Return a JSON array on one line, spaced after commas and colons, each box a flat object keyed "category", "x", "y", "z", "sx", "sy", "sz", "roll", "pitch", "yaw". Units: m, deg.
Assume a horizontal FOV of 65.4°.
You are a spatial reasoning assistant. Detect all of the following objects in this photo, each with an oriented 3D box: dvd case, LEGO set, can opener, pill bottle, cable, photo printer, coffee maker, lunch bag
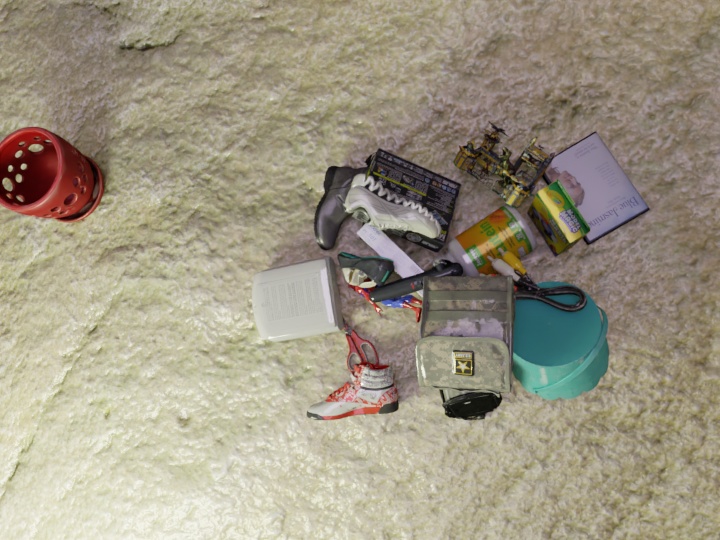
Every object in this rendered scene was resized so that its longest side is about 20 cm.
[{"category": "dvd case", "x": 0.487, "y": -0.174, "z": 1.181, "sx": 0.142, "sy": 0.018, "sz": 0.201, "roll": -31, "pitch": 79, "yaw": 6}, {"category": "LEGO set", "x": 0.302, "y": -0.233, "z": 1.152, "sx": 0.200, "sy": 0.153, "sz": 0.116, "roll": 45, "pitch": 127, "yaw": 23}, {"category": "can opener", "x": 0.111, "y": 0.028, "z": 1.111, "sx": 0.199, "sy": 0.063, "sz": 0.079, "roll": -14, "pitch": 88, "yaw": 12}, {"category": "pill bottle", "x": 0.251, "y": -0.039, "z": 1.164, "sx": 0.199, "sy": 0.111, "sz": 0.111, "roll": -33, "pitch": 78, "yaw": 6}, {"category": "cable", "x": 0.313, "y": 0.033, "z": 1.044, "sx": 0.200, "sy": 0.050, "sz": 0.097, "roll": 30, "pitch": 80, "yaw": 39}, {"category": "photo printer", "x": -0.146, "y": 0.068, "z": 1.247, "sx": 0.199, "sy": 0.069, "sz": 0.167, "roll": -12, "pitch": 81, "yaw": 15}, {"category": "coffee maker", "x": 0.197, "y": 0.186, "z": 1.134, "sx": 0.134, "sy": 0.192, "sz": 0.201, "roll": -5, "pitch": 60, "yaw": -9}, {"category": "lunch bag", "x": 0.189, "y": 0.117, "z": 0.995, "sx": 0.163, "sy": 0.118, "sz": 0.201, "roll": 0, "pitch": 69, "yaw": 19}]

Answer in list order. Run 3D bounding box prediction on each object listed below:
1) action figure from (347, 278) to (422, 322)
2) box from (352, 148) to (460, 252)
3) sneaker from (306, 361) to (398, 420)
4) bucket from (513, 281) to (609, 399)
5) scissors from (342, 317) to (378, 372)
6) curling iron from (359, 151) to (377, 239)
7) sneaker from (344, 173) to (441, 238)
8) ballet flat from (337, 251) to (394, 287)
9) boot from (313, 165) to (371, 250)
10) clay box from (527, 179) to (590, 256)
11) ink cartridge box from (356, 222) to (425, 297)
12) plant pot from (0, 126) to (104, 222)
[{"category": "action figure", "x": 0.053, "y": 0.060, "z": 1.208, "sx": 0.199, "sy": 0.065, "sz": 0.052, "roll": 24, "pitch": 123, "yaw": 31}, {"category": "box", "x": 0.100, "y": -0.148, "z": 1.182, "sx": 0.199, "sy": 0.044, "sz": 0.161, "roll": 22, "pitch": 65, "yaw": -8}, {"category": "sneaker", "x": -0.022, "y": 0.255, "z": 1.201, "sx": 0.200, "sy": 0.067, "sz": 0.109, "roll": -7, "pitch": 91, "yaw": 5}, {"category": "bucket", "x": 0.370, "y": 0.129, "z": 1.070, "sx": 0.206, "sy": 0.135, "sz": 0.208, "roll": -13, "pitch": 54, "yaw": 19}, {"category": "scissors", "x": -0.021, "y": 0.133, "z": 1.250, "sx": 0.073, "sy": 0.014, "sz": 0.201, "roll": -23, "pitch": 79, "yaw": 10}, {"category": "curling iron", "x": 0.023, "y": -0.169, "z": 1.271, "sx": 0.049, "sy": 0.026, "sz": 0.201, "roll": 8, "pitch": 90, "yaw": 33}, {"category": "sneaker", "x": 0.062, "y": -0.108, "z": 1.097, "sx": 0.199, "sy": 0.075, "sz": 0.081, "roll": 28, "pitch": 76, "yaw": 1}, {"category": "ballet flat", "x": 0.000, "y": 0.000, "z": 1.182, "sx": 0.073, "sy": 0.200, "sz": 0.074, "roll": -4, "pitch": 97, "yaw": -30}, {"category": "boot", "x": -0.025, "y": -0.140, "z": 1.237, "sx": 0.131, "sy": 0.070, "sz": 0.201, "roll": 6, "pitch": 86, "yaw": 28}, {"category": "clay box", "x": 0.385, "y": -0.099, "z": 1.099, "sx": 0.047, "sy": 0.200, "sz": 0.115, "roll": -31, "pitch": 78, "yaw": 6}, {"category": "ink cartridge box", "x": 0.082, "y": -0.021, "z": 1.199, "sx": 0.200, "sy": 0.094, "sz": 0.044, "roll": 45, "pitch": 94, "yaw": 8}, {"category": "plant pot", "x": -0.739, "y": -0.221, "z": 1.346, "sx": 0.199, "sy": 0.182, "sz": 0.202, "roll": -1, "pitch": 84, "yaw": 11}]
